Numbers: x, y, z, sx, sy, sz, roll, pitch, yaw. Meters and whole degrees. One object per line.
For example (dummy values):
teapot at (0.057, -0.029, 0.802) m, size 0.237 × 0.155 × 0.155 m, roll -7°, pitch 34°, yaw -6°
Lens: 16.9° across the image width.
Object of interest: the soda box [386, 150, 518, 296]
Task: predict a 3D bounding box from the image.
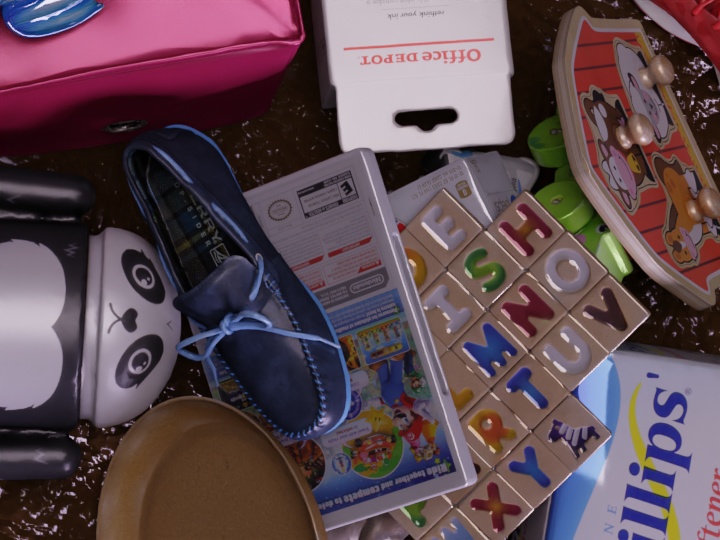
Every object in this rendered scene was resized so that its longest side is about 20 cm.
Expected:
soda box at (0.000, 0.000, 1.435) m, size 0.200 × 0.068 × 0.064 m, roll -27°, pitch 86°, yaw 21°

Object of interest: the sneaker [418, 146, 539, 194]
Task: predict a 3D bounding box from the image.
sneaker at (0.090, 0.020, 1.489) m, size 0.086 × 0.075 × 0.200 m, roll -2°, pitch 86°, yaw -18°

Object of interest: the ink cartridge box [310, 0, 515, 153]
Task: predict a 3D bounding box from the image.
ink cartridge box at (0.028, -0.167, 1.504) m, size 0.116 × 0.067 × 0.200 m, roll -4°, pitch 82°, yaw -7°

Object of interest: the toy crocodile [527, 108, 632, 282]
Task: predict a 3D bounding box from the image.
toy crocodile at (0.140, -0.042, 1.460) m, size 0.062 × 0.200 × 0.068 m, roll -19°, pitch 122°, yaw 17°

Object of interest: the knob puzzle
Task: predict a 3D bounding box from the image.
knob puzzle at (0.175, -0.071, 1.454) m, size 0.030 × 0.220 × 0.220 m, roll -25°, pitch 86°, yaw 26°

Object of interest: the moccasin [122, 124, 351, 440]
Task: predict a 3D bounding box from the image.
moccasin at (-0.081, 0.012, 1.371) m, size 0.080 × 0.068 × 0.200 m, roll -40°, pitch 76°, yaw 23°

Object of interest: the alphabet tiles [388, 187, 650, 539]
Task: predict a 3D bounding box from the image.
alphabet tiles at (0.063, 0.056, 1.386) m, size 0.167 × 0.008 × 0.200 m, roll 45°, pitch 112°, yaw 3°

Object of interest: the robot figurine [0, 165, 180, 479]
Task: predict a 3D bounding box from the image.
robot figurine at (-0.205, 0.031, 1.419) m, size 0.200 × 0.150 × 0.125 m, roll 3°, pitch 38°, yaw -7°

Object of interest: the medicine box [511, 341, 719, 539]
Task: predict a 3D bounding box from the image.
medicine box at (0.199, 0.142, 1.453) m, size 0.200 × 0.103 × 0.183 m, roll 8°, pitch 92°, yaw -9°

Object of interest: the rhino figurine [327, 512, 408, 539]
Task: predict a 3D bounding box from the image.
rhino figurine at (0.003, 0.157, 1.465) m, size 0.200 × 0.060 × 0.088 m, roll -10°, pitch 89°, yaw -13°

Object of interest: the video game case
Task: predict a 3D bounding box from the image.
video game case at (-0.026, 0.046, 1.395) m, size 0.143 × 0.018 × 0.200 m, roll -20°, pitch 84°, yaw 26°

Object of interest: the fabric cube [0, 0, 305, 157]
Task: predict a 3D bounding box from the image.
fabric cube at (-0.150, -0.188, 1.417) m, size 0.196 × 0.199 × 0.200 m, roll -10°, pitch 85°, yaw -9°

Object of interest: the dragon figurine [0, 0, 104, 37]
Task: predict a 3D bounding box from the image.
dragon figurine at (-0.164, -0.161, 1.281) m, size 0.200 × 0.099 × 0.059 m, roll -20°, pitch 84°, yaw -28°

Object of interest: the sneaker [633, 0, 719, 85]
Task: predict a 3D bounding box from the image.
sneaker at (0.235, -0.169, 1.506) m, size 0.078 × 0.116 × 0.200 m, roll -41°, pitch 90°, yaw -10°

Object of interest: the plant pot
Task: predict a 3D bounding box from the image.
plant pot at (-0.081, 0.171, 1.404) m, size 0.027 × 0.200 × 0.200 m, roll -6°, pitch 82°, yaw -44°
